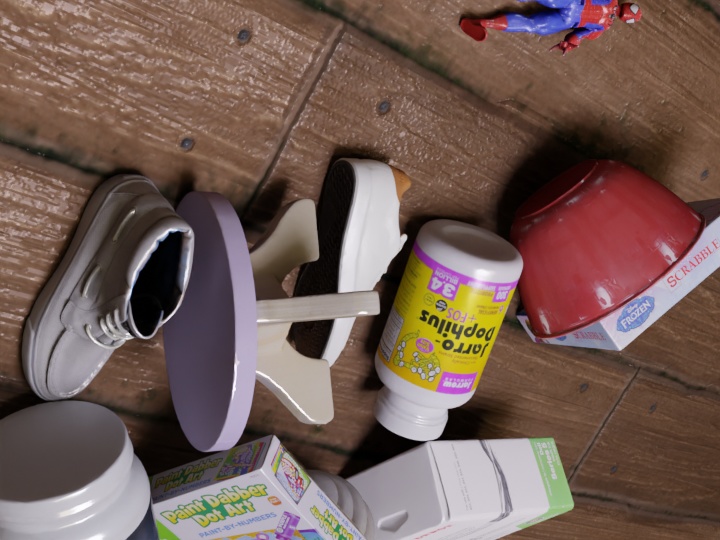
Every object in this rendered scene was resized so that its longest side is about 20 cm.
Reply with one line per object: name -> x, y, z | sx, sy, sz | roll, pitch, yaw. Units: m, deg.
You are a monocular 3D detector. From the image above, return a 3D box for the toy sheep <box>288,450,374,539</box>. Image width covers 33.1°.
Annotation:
toy sheep -> -0.050, 0.252, 1.167 | 0.138, 0.138, 0.200 | -35, 135, -15

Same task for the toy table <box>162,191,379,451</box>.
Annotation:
toy table -> -0.082, 0.038, 0.975 | 0.117, 0.184, 0.201 | -1, 96, -34

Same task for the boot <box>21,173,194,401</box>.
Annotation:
boot -> -0.193, 0.031, 0.925 | 0.073, 0.096, 0.201 | 9, 112, -42

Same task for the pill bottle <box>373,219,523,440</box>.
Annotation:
pill bottle -> 0.076, 0.060, 1.160 | 0.104, 0.104, 0.201 | -1, 118, -39

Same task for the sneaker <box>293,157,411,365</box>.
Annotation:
sneaker -> 0.000, 0.000, 1.078 | 0.084, 0.073, 0.201 | 0, 116, -37

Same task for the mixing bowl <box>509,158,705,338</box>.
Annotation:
mixing bowl -> 0.219, -0.036, 1.174 | 0.200, 0.200, 0.109 | -39, 100, -11

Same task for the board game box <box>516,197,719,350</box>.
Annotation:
board game box -> 0.279, 0.002, 1.232 | 0.199, 0.200, 0.041 | -38, 99, -14

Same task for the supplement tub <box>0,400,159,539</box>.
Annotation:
supplement tub -> -0.230, 0.220, 0.963 | 0.140, 0.140, 0.201 | -22, 125, -27

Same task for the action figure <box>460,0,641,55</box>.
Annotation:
action figure -> 0.182, -0.233, 1.091 | 0.199, 0.052, 0.066 | -10, 120, -37

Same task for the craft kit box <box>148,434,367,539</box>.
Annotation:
craft kit box -> -0.098, 0.244, 1.060 | 0.199, 0.049, 0.198 | -23, 117, 31

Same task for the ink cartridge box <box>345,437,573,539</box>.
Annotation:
ink cartridge box -> 0.100, 0.235, 1.263 | 0.199, 0.084, 0.145 | 7, 151, -44
